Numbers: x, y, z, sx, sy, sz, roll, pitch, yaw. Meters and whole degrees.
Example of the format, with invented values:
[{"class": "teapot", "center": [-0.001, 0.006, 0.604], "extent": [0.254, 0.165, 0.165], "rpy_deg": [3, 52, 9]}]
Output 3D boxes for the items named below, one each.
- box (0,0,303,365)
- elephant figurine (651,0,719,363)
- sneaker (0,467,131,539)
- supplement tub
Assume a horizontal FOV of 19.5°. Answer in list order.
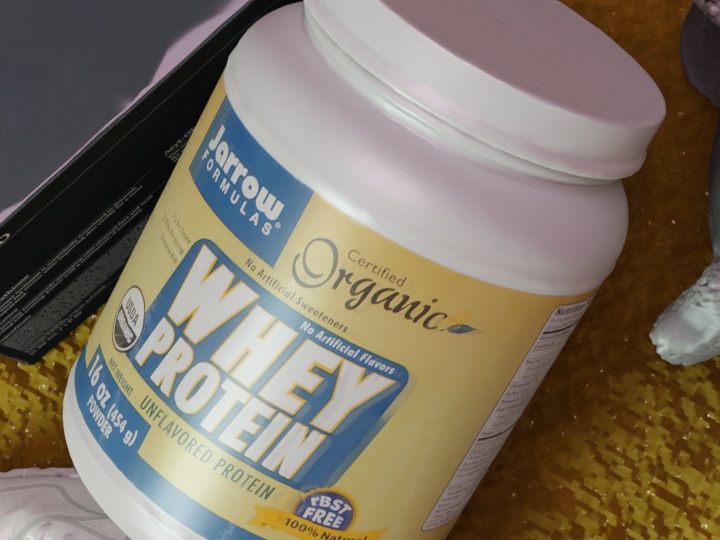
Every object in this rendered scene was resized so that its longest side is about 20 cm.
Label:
[{"class": "box", "center": [-0.091, -0.063, 0.759], "extent": [0.200, 0.141, 0.079], "rpy_deg": [-41, 79, 3]}, {"class": "elephant figurine", "center": [0.169, -0.091, 0.727], "extent": [0.155, 0.142, 0.200], "rpy_deg": [-6, 69, -33]}, {"class": "sneaker", "center": [-0.083, 0.116, 0.768], "extent": [0.200, 0.081, 0.075], "rpy_deg": [9, 87, 13]}, {"class": "supplement tub", "center": [0.000, 0.000, 0.703], "extent": [0.145, 0.145, 0.200], "rpy_deg": [34, 113, 12]}]
